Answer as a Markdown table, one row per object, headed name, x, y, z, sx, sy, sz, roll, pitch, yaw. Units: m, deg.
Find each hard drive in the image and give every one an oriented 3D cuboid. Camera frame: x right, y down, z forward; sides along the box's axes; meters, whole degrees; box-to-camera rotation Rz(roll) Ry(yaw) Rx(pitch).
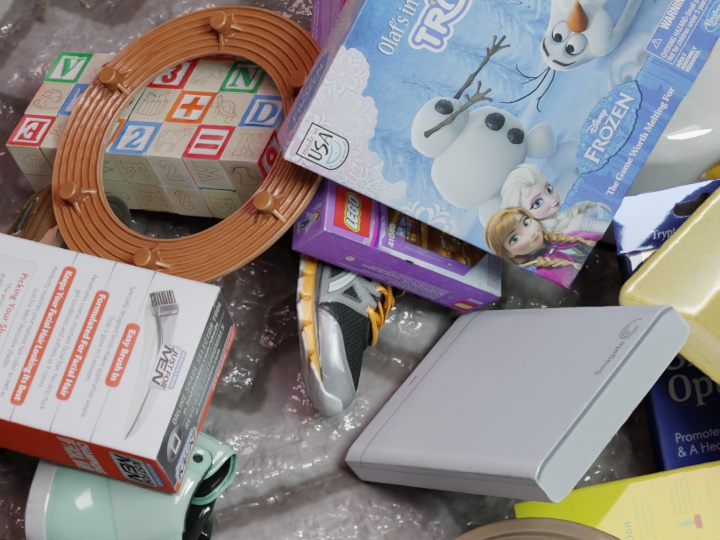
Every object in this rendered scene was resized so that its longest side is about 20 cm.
| name | x | y | z | sx | sy | sz | roll | pitch | yaw |
| --- | --- | --- | --- | --- | --- | --- | --- | --- | --- |
| hard drive | 0.085 | 0.074 | 1.048 | 0.132 | 0.199 | 0.027 | -48 | 111 | -23 |

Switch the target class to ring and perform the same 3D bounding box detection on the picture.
| name | x | y | z | sx | sy | sz | roll | pitch | yaw |
| --- | --- | --- | --- | --- | --- | --- | --- | --- | --- |
| ring | -0.107 | -0.081 | 1.113 | 0.199 | 0.019 | 0.202 | -11 | 61 | 21 |

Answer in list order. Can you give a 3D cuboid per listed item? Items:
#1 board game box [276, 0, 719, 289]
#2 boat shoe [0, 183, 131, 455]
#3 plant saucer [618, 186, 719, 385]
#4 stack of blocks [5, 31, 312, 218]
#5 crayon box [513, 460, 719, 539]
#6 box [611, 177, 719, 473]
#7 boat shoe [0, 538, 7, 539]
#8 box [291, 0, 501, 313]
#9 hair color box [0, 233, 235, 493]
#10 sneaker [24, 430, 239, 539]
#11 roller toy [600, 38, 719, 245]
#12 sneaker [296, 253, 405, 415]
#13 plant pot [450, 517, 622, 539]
| name | x | y | z | sx | sy | sz | roll | pitch | yaw |
| --- | --- | --- | --- | --- | --- | --- | --- | --- | --- |
| board game box | 0.084 | -0.116 | 1.040 | 0.198 | 0.201 | 0.043 | 23 | 18 | -16 |
| boat shoe | -0.220 | 0.033 | 1.151 | 0.068 | 0.072 | 0.201 | 13 | 60 | 31 |
| plant saucer | 0.276 | 0.005 | 0.999 | 0.200 | 0.048 | 0.200 | -45 | 44 | -3 |
| stack of blocks | -0.120 | -0.100 | 1.192 | 0.198 | 0.059 | 0.116 | 5 | 53 | 28 |
| crayon box | 0.195 | 0.174 | 1.018 | 0.198 | 0.051 | 0.128 | -11 | 72 | 8 |
| box | 0.224 | 0.045 | 1.079 | 0.120 | 0.032 | 0.202 | -11 | 89 | -3 |
| boat shoe | -0.247 | 0.236 | 1.021 | 0.074 | 0.066 | 0.200 | 29 | 64 | 19 |
| box | 0.029 | -0.088 | 1.143 | 0.136 | 0.039 | 0.202 | 21 | 60 | -30 |
| hair color box | -0.185 | 0.047 | 1.053 | 0.198 | 0.064 | 0.112 | 13 | 66 | 14 |
| sneaker | -0.123 | 0.084 | 1.104 | 0.117 | 0.074 | 0.202 | 6 | 65 | 10 |
| roller toy | 0.188 | -0.119 | 1.175 | 0.181 | 0.140 | 0.201 | 0 | 59 | 3 |
| sneaker | 0.000 | 0.000 | 1.150 | 0.076 | 0.078 | 0.201 | 6 | 58 | 1 |
| plant pot | 0.085 | 0.229 | 0.955 | 0.199 | 0.093 | 0.203 | -5 | 75 | 18 |
